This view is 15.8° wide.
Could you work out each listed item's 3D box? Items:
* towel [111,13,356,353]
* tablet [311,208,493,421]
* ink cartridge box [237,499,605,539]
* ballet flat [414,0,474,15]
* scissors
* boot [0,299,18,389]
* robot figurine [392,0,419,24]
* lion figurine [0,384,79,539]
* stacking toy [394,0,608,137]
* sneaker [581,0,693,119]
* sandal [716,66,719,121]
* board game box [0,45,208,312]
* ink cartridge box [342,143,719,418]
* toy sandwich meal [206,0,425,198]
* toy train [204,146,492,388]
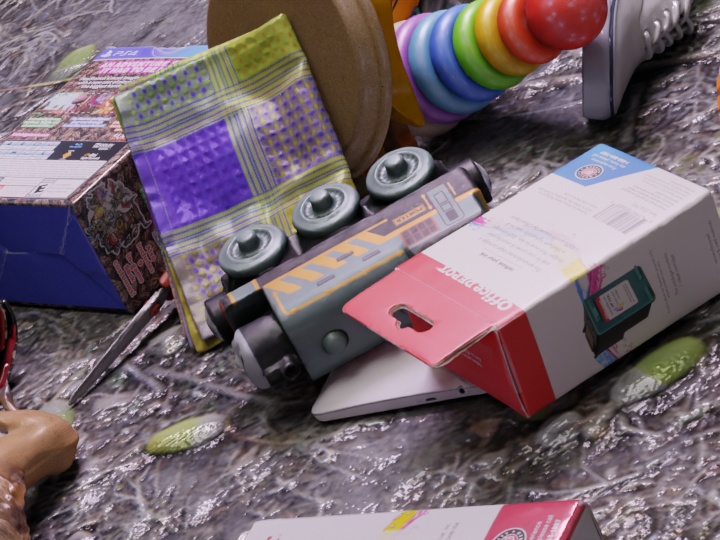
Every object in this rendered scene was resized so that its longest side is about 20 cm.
[{"bbox_3d":[-0.078,-0.058,1.730,0.144,0.200,0.023,-21,-15,13],"label":"towel"},{"bbox_3d":[0.053,0.021,1.621,0.130,0.014,0.200,-11,31,27],"label":"tablet"},{"bbox_3d":[0.016,0.193,1.274,0.200,0.086,0.148,-8,33,34],"label":"ink cartridge box"},{"bbox_3d":[0.065,-0.198,1.949,0.068,0.068,0.200,-17,37,-3],"label":"ballet flat"},{"bbox_3d":[-0.134,0.020,1.777,0.014,0.073,0.200,29,77,17],"label":"scissors"},{"bbox_3d":[-0.305,0.014,1.827,0.154,0.073,0.204,-4,66,32],"label":"boot"},{"bbox_3d":[0.003,-0.189,1.895,0.145,0.058,0.200,-109,40,-62],"label":"robot figurine"},{"bbox_3d":[-0.227,0.127,1.621,0.122,0.072,0.200,-1,31,28],"label":"lion figurine"},{"bbox_3d":[0.091,-0.157,1.758,0.085,0.085,0.200,-47,14,-35],"label":"stacking toy"},{"bbox_3d":[0.194,-0.178,1.787,0.071,0.073,0.200,7,47,12],"label":"sneaker"},{"bbox_3d":[0.262,-0.078,1.573,0.079,0.059,0.207,-26,43,39],"label":"sandal"},{"bbox_3d":[-0.176,-0.070,1.890,0.159,0.097,0.200,4,40,45],"label":"board game box"},{"bbox_3d":[0.104,0.013,1.513,0.200,0.067,0.116,-31,30,-18],"label":"ink cartridge box"},{"bbox_3d":[-0.027,-0.145,1.785,0.070,0.205,0.205,-22,19,-38],"label":"toy sandwich meal"},{"bbox_3d":[0.000,0.000,1.608,0.200,0.085,0.114,-28,36,-3],"label":"toy train"}]
